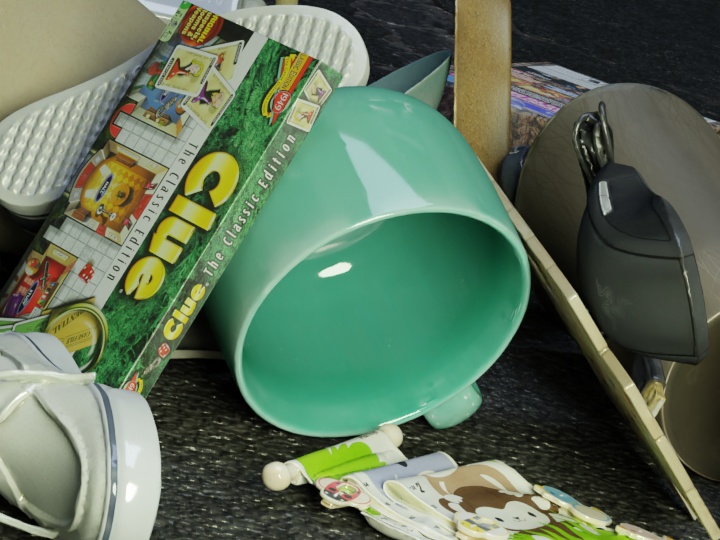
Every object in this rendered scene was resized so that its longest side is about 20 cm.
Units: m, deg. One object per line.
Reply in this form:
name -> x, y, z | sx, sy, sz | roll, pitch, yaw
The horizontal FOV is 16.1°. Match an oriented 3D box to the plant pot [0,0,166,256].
plant pot -> -0.155, -0.080, 1.399 | 0.199, 0.188, 0.187 | 24, 9, -25

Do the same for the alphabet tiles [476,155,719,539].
alphabet tiles -> 0.118, 0.046, 1.233 | 0.008, 0.168, 0.200 | -31, 29, 2

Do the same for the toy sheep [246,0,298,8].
toy sheep -> -0.105, -0.128, 1.674 | 0.198, 0.139, 0.138 | 9, 14, 6

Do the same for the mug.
mug -> -0.009, -0.002, 1.233 | 0.151, 0.186, 0.115 | -9, 48, -19

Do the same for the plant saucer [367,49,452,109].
plant saucer -> -0.021, -0.066, 1.537 | 0.200, 0.039, 0.201 | -30, 9, 5

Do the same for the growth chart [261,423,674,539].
growth chart -> 0.069, 0.114, 1.154 | 0.199, 0.018, 0.145 | 20, 15, 18

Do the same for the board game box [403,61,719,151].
board game box -> 0.135, -0.075, 1.765 | 0.159, 0.098, 0.199 | 23, 17, 31

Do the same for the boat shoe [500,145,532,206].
boat shoe -> 0.123, -0.031, 1.544 | 0.062, 0.075, 0.200 | -8, -19, 10

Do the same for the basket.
basket -> 0.180, 0.018, 1.379 | 0.135, 0.181, 0.200 | -23, 31, -4

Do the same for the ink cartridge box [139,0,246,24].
ink cartridge box -> -0.180, -0.123, 1.522 | 0.199, 0.174, 0.044 | 12, 55, -7

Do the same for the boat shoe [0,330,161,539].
boat shoe -> -0.146, 0.064, 1.027 | 0.086, 0.075, 0.202 | 8, 14, -25

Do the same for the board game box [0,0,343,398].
board game box -> -0.098, -0.024, 1.176 | 0.104, 0.201, 0.023 | 26, -8, 39

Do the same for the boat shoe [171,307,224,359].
boat shoe -> -0.075, 0.013, 1.316 | 0.067, 0.057, 0.199 | 26, 19, 40

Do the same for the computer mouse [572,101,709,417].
computer mouse -> 0.123, 0.017, 1.202 | 0.046, 0.141, 0.200 | -12, 24, -3

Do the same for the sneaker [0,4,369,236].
sneaker -> -0.089, -0.072, 1.284 | 0.199, 0.079, 0.079 | -18, -22, 1

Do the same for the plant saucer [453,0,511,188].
plant saucer -> 0.076, -0.097, 1.579 | 0.035, 0.202, 0.200 | 1, 14, 3
